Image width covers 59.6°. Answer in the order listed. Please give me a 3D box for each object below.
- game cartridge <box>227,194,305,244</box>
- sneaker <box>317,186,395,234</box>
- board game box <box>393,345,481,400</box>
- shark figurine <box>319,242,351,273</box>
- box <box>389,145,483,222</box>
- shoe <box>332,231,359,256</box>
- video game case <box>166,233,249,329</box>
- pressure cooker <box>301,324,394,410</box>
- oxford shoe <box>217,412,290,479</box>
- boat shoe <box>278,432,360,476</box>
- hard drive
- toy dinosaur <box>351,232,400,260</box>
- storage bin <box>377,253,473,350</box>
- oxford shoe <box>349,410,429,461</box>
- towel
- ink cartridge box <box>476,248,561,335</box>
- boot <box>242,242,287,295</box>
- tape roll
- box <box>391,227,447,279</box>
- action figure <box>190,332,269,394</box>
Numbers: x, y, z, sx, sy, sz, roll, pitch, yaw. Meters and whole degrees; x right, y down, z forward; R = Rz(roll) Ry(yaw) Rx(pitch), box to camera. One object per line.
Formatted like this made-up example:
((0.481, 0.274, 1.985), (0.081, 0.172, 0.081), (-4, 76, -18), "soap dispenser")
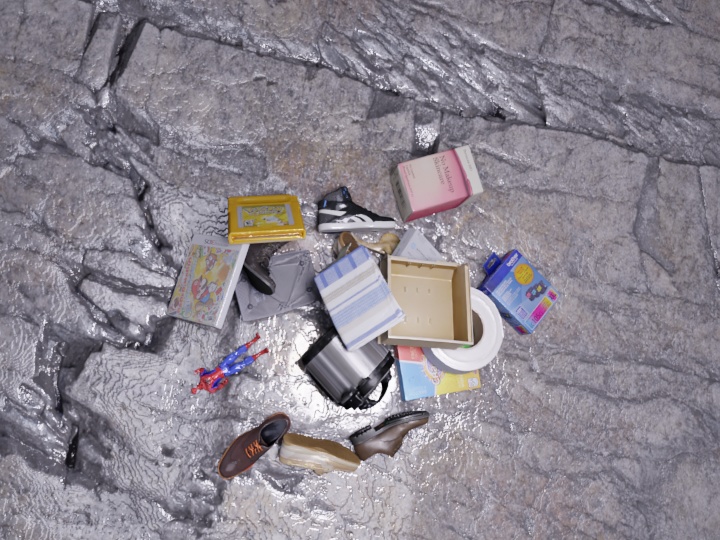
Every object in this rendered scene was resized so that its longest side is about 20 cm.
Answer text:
((-0.223, -0.125, 1.467), (0.171, 0.201, 0.033), (-4, 123, -11), "game cartridge")
((-0.009, -0.153, 1.558), (0.194, 0.073, 0.115), (-2, 82, -9), "sneaker")
((0.187, 0.226, 1.545), (0.195, 0.040, 0.157), (-8, 82, -11), "board game box")
((-0.015, 0.024, 1.467), (0.089, 0.214, 0.129), (37, 91, -32), "shark figurine")
((0.189, -0.218, 1.586), (0.195, 0.109, 0.131), (-17, 83, -12), "box")
((0.000, 0.000, 1.549), (0.202, 0.053, 0.070), (56, 34, 0), "shoe")
((-0.350, 0.020, 1.436), (0.179, 0.023, 0.205), (8, 76, 36), "video game case")
((-0.017, 0.218, 1.440), (0.200, 0.179, 0.176), (46, 73, 1), "pressure cooker")
((-0.243, 0.394, 1.424), (0.199, 0.073, 0.072), (-41, 89, -14), "oxford shoe")
((-0.096, 0.433, 1.450), (0.196, 0.074, 0.071), (21, 102, -16), "boat shoe")
((-0.202, 0.037, 1.508), (0.195, 0.042, 0.138), (-16, 84, -12), "hard drive")
((0.069, -0.048, 1.573), (0.195, 0.058, 0.104), (-3, 66, -18), "toy dinosaur")
((0.142, 0.069, 1.417), (0.195, 0.094, 0.204), (5, 71, -13), "storage bin")
((0.078, 0.390, 1.486), (0.196, 0.073, 0.086), (-23, 87, -1), "oxford shoe")
((-0.005, 0.059, 1.357), (0.145, 0.024, 0.202), (-32, 62, 6), "towel")
((0.388, 0.045, 1.595), (0.200, 0.076, 0.137), (43, 76, 1), "ink cartridge box")
((-0.208, -0.053, 1.471), (0.173, 0.070, 0.200), (-36, 59, -21), "boot")
((0.240, 0.143, 1.510), (0.197, 0.071, 0.208), (3, 73, -9), "tape roll")
((0.120, 0.025, 1.530), (0.156, 0.041, 0.202), (41, 75, -34), "box")
((-0.304, 0.219, 1.434), (0.198, 0.099, 0.066), (-35, 86, -11), "action figure")
